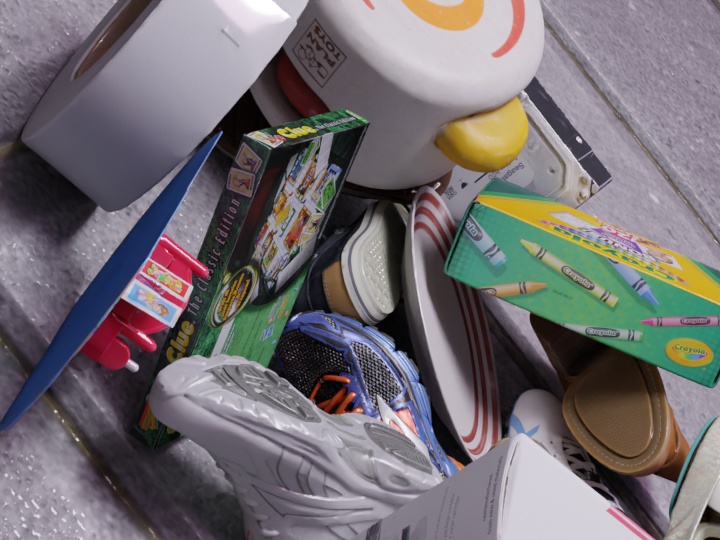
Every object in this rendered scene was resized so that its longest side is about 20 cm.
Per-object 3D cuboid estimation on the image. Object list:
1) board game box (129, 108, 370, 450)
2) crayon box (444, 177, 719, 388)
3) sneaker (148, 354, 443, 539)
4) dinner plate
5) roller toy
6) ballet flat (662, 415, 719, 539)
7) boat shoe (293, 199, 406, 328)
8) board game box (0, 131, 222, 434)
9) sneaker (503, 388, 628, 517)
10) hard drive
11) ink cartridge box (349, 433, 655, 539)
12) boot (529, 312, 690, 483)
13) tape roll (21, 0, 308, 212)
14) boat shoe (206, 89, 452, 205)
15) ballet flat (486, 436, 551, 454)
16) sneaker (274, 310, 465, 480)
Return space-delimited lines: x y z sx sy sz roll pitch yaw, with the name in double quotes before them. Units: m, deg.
"board game box" -0.063 0.005 1.041 0.023 0.200 0.105 33 26 18
"crayon box" 0.166 0.005 1.273 0.200 0.058 0.119 24 14 7
"sneaker" -0.046 0.118 1.033 0.200 0.099 0.078 29 12 -33
"dinner plate" 0.059 0.042 1.254 0.200 0.024 0.201 -15 90 -77
"roller toy" 0.023 -0.159 1.220 0.182 0.140 0.200 18 53 -20
"ballet flat" 0.240 0.193 1.275 0.200 0.062 0.067 -61 140 -21
"boat shoe" 0.000 0.000 1.246 0.075 0.062 0.200 67 16 -7
"board game box" -0.121 0.017 0.983 0.039 0.158 0.200 37 33 -10
"sneaker" 0.151 0.160 1.263 0.072 0.072 0.200 24 38 -34
"hard drive" 0.075 -0.104 1.372 0.200 0.140 0.038 53 33 1
"ink cartridge box" 0.062 0.197 0.993 0.146 0.200 0.085 39 39 -19
"boot" 0.202 0.113 1.324 0.155 0.074 0.200 51 11 -34
"tape roll" -0.114 -0.133 1.105 0.071 0.202 0.203 41 33 -16
"boat shoe" -0.038 -0.091 1.297 0.202 0.075 0.075 22 83 -19
"ballet flat" 0.115 0.207 1.174 0.071 0.071 0.201 2 69 -50
"sneaker" 0.010 0.111 1.139 0.200 0.075 0.078 53 35 7
